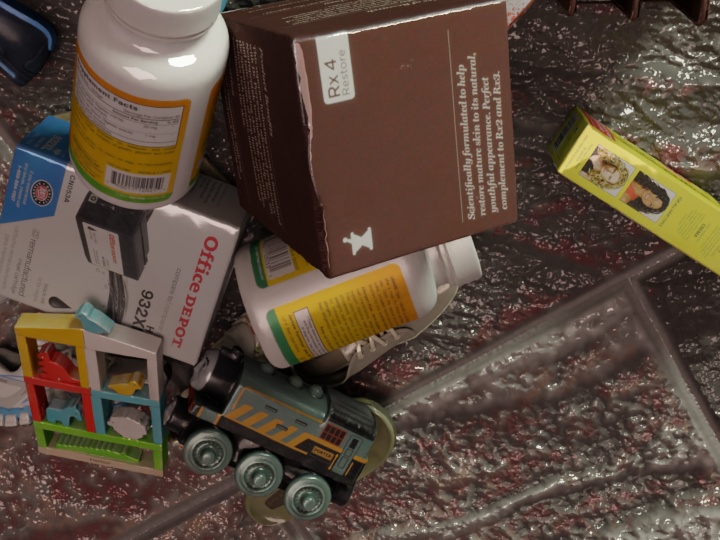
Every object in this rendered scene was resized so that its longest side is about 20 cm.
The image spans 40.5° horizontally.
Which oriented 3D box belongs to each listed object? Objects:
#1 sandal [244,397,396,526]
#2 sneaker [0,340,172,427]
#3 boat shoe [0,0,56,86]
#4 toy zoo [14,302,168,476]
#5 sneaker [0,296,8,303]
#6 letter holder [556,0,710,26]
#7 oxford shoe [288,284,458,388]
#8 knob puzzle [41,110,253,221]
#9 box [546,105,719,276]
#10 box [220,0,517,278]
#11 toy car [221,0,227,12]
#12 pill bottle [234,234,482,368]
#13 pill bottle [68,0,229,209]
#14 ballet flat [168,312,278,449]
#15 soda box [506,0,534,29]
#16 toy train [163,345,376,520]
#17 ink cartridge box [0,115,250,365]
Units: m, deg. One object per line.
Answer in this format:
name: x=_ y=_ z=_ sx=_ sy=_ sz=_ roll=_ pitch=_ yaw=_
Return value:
sandal: x=-0.040 y=0.208 z=0.995 sx=0.080 sy=0.058 sz=0.201 roll=43 pitch=110 yaw=-13
sneaker: x=-0.285 y=0.099 z=0.965 sx=0.196 sy=0.075 sz=0.088 roll=-8 pitch=107 yaw=8
boat shoe: x=-0.360 y=-0.226 z=0.824 sx=0.198 sy=0.084 sz=0.069 roll=32 pitch=101 yaw=-6
toy zoo: x=-0.242 y=0.106 z=0.889 sx=0.128 sy=0.021 sz=0.203 roll=9 pitch=130 yaw=4
sneaker: x=-0.401 y=0.018 z=0.938 sx=0.196 sy=0.071 sz=0.074 roll=-16 pitch=111 yaw=12
letter holder: x=0.204 y=-0.290 z=0.716 sx=0.098 sy=0.143 sz=0.204 roll=0 pitch=113 yaw=5
oxford shoe: x=0.011 y=0.052 z=0.925 sx=0.198 sy=0.058 sz=0.076 roll=-32 pitch=103 yaw=14
knob puzzle: x=-0.225 y=-0.063 z=0.911 sx=0.215 sy=0.031 sz=0.224 roll=2 pitch=113 yaw=5
box: x=0.258 y=-0.063 z=0.846 sx=0.198 sy=0.075 sz=0.051 roll=31 pitch=110 yaw=-7
box: x=-0.002 y=-0.119 z=0.748 sx=0.161 sy=0.200 sz=0.169 roll=-16 pitch=115 yaw=-21
toy car: x=-0.189 y=-0.278 z=0.724 sx=0.181 sy=0.201 sz=0.180 roll=17 pitch=114 yaw=-2
pill bottle: x=0.000 y=0.000 z=0.849 sx=0.197 sy=0.113 sz=0.114 roll=-21 pitch=110 yaw=3
pill bottle: x=-0.159 y=-0.149 z=0.736 sx=0.109 sy=0.112 sz=0.201 roll=22 pitch=142 yaw=-5
ballet flat: x=-0.130 y=0.106 z=0.947 sx=0.063 sy=0.076 sz=0.202 roll=9 pitch=122 yaw=-46
soda box: x=0.060 y=-0.280 z=0.773 sx=0.199 sy=0.069 sz=0.064 roll=42 pitch=110 yaw=-13
toy train: x=-0.080 y=0.147 z=0.904 sx=0.198 sy=0.085 sz=0.115 roll=28 pitch=101 yaw=-16
ink cartridge box: x=-0.210 y=-0.025 z=0.862 sx=0.197 sy=0.084 sz=0.147 roll=20 pitch=114 yaw=-6
